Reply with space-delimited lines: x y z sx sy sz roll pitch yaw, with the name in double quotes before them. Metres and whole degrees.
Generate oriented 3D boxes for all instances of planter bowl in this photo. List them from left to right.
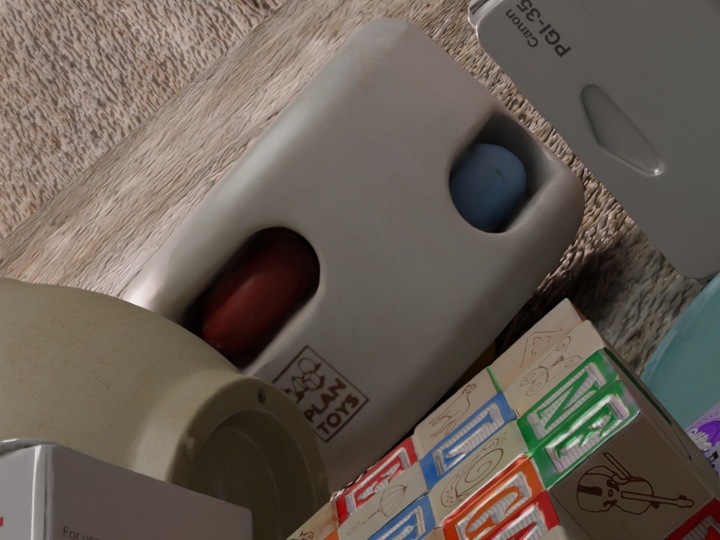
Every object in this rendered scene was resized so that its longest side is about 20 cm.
"planter bowl" -0.096 0.100 1.027 0.134 0.201 0.200 -2 33 31

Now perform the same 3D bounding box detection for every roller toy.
"roller toy" 0.000 0.000 1.146 0.200 0.140 0.182 -48 2 -10

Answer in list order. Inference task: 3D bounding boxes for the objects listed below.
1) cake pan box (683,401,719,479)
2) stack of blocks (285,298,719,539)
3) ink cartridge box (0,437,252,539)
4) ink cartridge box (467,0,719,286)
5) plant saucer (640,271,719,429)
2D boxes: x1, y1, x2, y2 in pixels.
"cake pan box" 0.055 0.129 0.695 0.184 0.052 0.200 -38 12 11
"stack of blocks" 0.038 0.085 0.637 0.115 0.059 0.200 -40 11 6
"ink cartridge box" -0.104 0.163 0.718 0.144 0.084 0.200 -21 59 38
"ink cartridge box" 0.136 -0.107 1.063 0.083 0.147 0.200 -36 13 29
"plant saucer" 0.157 0.009 0.865 0.200 0.027 0.200 -41 10 9
